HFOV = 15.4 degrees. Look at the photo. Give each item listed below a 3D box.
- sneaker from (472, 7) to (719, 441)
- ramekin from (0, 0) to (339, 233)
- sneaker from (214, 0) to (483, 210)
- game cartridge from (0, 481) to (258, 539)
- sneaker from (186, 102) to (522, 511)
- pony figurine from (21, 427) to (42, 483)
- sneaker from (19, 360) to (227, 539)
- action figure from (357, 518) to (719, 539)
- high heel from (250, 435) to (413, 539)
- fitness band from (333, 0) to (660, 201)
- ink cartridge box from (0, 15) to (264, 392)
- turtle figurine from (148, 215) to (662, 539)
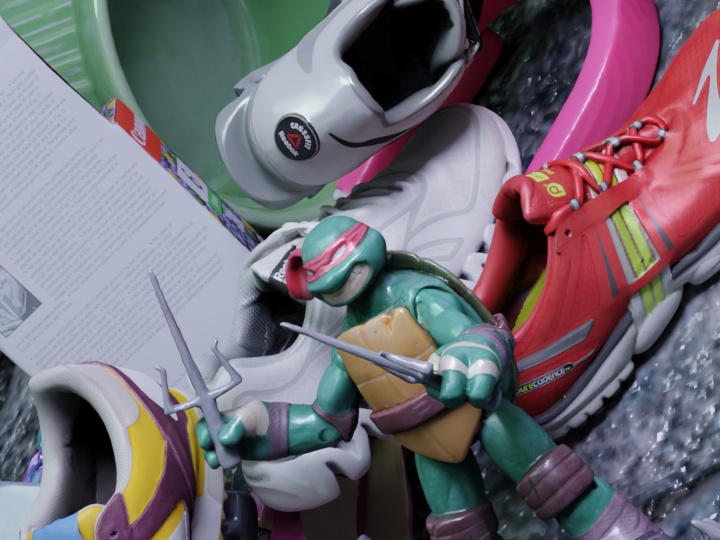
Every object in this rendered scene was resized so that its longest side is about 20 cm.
[{"bbox_3d":[0.098,-0.024,1.057,0.200,0.085,0.077,-56,32,3],"label":"sneaker"},{"bbox_3d":[-0.078,-0.109,1.259,0.097,0.200,0.201,-13,53,44],"label":"ramekin"},{"bbox_3d":[0.023,-0.100,1.130,0.088,0.074,0.200,-28,18,40],"label":"sneaker"},{"bbox_3d":[-0.114,0.189,1.114,0.133,0.040,0.201,2,81,17],"label":"game cartridge"},{"bbox_3d":[0.000,0.000,1.102,0.075,0.081,0.200,-6,45,50],"label":"sneaker"},{"bbox_3d":[-0.167,0.169,1.223,0.192,0.166,0.201,-19,58,27],"label":"pony figurine"},{"bbox_3d":[-0.092,0.133,1.037,0.075,0.090,0.201,-26,63,27],"label":"sneaker"},{"bbox_3d":[0.078,0.144,0.914,0.199,0.070,0.130,9,48,27],"label":"action figure"},{"bbox_3d":[0.003,0.092,1.104,0.200,0.067,0.096,-121,51,-69],"label":"high heel"},{"bbox_3d":[0.057,-0.057,1.190,0.201,0.037,0.144,-61,32,-2],"label":"fitness band"},{"bbox_3d":[-0.119,-0.011,1.151,0.109,0.200,0.050,-43,16,9],"label":"ink cartridge box"},{"bbox_3d":[0.021,0.049,0.998,0.101,0.200,0.150,-45,10,-36],"label":"turtle figurine"}]
